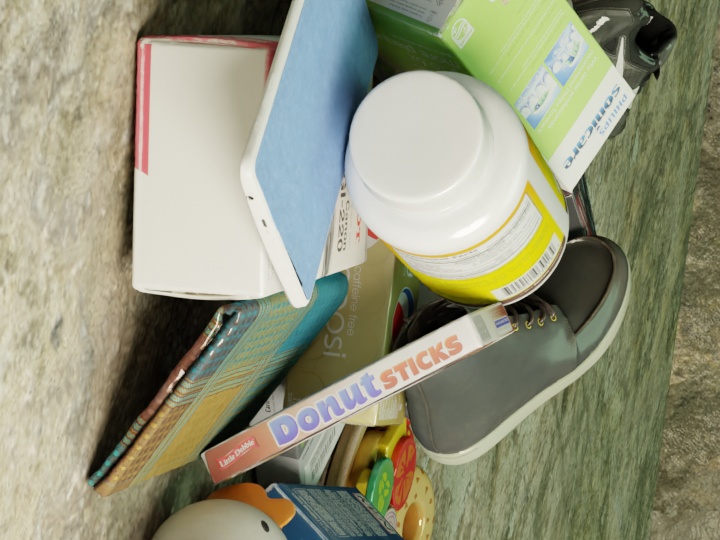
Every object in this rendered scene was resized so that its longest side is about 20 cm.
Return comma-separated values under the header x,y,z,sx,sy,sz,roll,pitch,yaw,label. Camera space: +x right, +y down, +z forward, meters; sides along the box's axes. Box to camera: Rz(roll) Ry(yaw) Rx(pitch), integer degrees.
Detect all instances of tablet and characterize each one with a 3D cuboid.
x,y,z,sx,sy,sz,roll,pitch,yaw,label
-0.027,-0.094,1.211,0.130,0.014,0.200,70,28,-51,tablet

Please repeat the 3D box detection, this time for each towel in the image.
x,y,z,sx,sy,sz,roll,pitch,yaw,label
-0.081,0.064,1.296,0.147,0.022,0.200,-53,168,15,towel

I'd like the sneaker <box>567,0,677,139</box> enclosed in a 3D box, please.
x,y,z,sx,sy,sz,roll,pitch,yaw,label
0.192,-0.152,1.585,0.200,0.090,0.067,56,23,-64,sneaker

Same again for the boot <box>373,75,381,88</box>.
x,y,z,sx,sy,sz,roll,pitch,yaw,label
0.013,-0.066,1.583,0.200,0.076,0.156,58,48,-77,boot

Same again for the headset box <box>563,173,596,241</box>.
x,y,z,sx,sy,sz,roll,pitch,yaw,label
0.123,-0.069,1.570,0.149,0.077,0.200,63,18,-54,headset box

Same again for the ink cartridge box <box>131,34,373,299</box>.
x,y,z,sx,sy,sz,roll,pitch,yaw,label
-0.059,-0.066,1.278,0.200,0.085,0.146,-22,116,-73,ink cartridge box

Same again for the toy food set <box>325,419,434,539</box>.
x,y,z,sx,sy,sz,roll,pitch,yaw,label
0.014,0.195,1.751,0.198,0.049,0.200,-57,152,-53,toy food set

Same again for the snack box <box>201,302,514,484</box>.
x,y,z,sx,sy,sz,roll,pitch,yaw,label
-0.002,0.076,1.336,0.024,0.200,0.072,63,21,3,snack box

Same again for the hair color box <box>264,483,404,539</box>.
x,y,z,sx,sy,sz,roll,pitch,yaw,label
-0.044,0.201,1.471,0.100,0.061,0.200,-46,164,6,hair color box

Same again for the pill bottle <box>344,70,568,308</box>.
x,y,z,sx,sy,sz,roll,pitch,yaw,label
0.056,-0.050,1.283,0.200,0.109,0.110,44,57,-69,pill bottle

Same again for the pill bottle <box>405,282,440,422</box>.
x,y,z,sx,sy,sz,roll,pitch,yaw,label
0.056,0.053,1.564,0.200,0.110,0.111,51,51,-69,pill bottle

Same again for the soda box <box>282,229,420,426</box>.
x,y,z,sx,sy,sz,roll,pitch,yaw,label
0.000,0.000,1.415,0.064,0.068,0.201,11,86,-72,soda box

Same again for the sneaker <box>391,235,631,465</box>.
x,y,z,sx,sy,sz,roll,pitch,yaw,label
0.105,0.032,1.430,0.200,0.075,0.106,-46,144,-19,sneaker

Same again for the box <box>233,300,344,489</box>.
x,y,z,sx,sy,sz,roll,pitch,yaw,label
-0.037,0.040,1.504,0.156,0.041,0.200,-64,158,-45,box

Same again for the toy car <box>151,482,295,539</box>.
x,y,z,sx,sy,sz,roll,pitch,yaw,label
-0.071,0.204,1.299,0.185,0.176,0.200,63,26,-46,toy car

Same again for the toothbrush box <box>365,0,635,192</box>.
x,y,z,sx,sy,sz,roll,pitch,yaw,label
0.065,-0.152,1.377,0.086,0.145,0.200,-57,141,-7,toothbrush box
